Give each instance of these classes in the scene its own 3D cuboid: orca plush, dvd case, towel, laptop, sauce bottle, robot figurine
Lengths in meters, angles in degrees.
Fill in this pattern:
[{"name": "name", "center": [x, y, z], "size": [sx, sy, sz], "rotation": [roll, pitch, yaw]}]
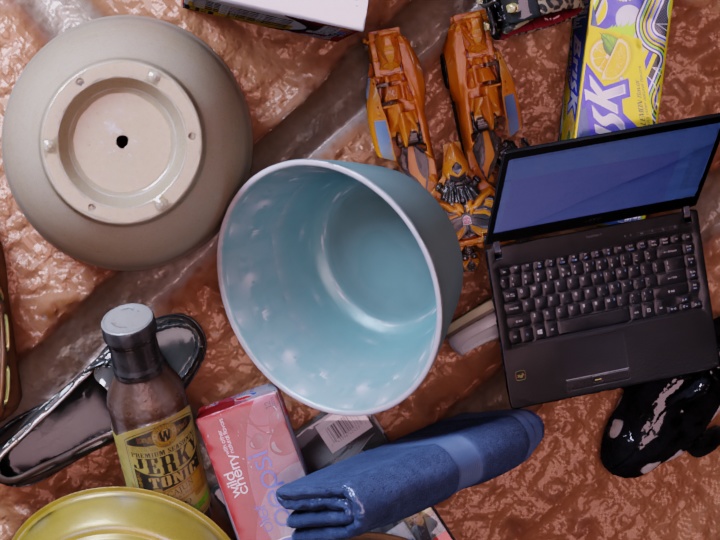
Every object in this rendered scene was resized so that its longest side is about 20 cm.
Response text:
[{"name": "orca plush", "center": [0.279, 0.097, 1.508], "size": [0.199, 0.071, 0.106], "rotation": [-28, 96, -3]}, {"name": "dvd case", "center": [-0.007, 0.219, 1.515], "size": [0.145, 0.022, 0.201], "rotation": [-34, 97, -2]}, {"name": "towel", "center": [0.042, 0.155, 1.427], "size": [0.199, 0.111, 0.049], "rotation": [-18, 93, -37]}, {"name": "laptop", "center": [0.192, -0.004, 1.411], "size": [0.176, 0.103, 0.202], "rotation": [-10, 95, -10]}, {"name": "sauce bottle", "center": [-0.159, 0.118, 1.432], "size": [0.064, 0.065, 0.201], "rotation": [-14, 124, -4]}, {"name": "robot figurine", "center": [0.068, -0.097, 1.483], "size": [0.144, 0.058, 0.202], "rotation": [-12, 94, -3]}]

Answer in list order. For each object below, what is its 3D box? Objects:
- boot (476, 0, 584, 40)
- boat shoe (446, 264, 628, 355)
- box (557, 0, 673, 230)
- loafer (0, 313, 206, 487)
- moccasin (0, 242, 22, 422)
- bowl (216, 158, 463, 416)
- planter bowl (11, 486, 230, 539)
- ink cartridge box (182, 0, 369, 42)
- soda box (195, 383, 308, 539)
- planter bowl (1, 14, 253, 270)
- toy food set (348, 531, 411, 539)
[{"name": "boot", "center": [0.080, -0.253, 1.420], "size": [0.203, 0.073, 0.155], "rotation": [-14, 84, -39]}, {"name": "boat shoe", "center": [0.164, 0.030, 1.492], "size": [0.199, 0.075, 0.069], "rotation": [-23, 90, -4]}, {"name": "box", "center": [0.199, -0.136, 1.490], "size": [0.069, 0.064, 0.202], "rotation": [7, 94, -5]}, {"name": "loafer", "center": [-0.204, 0.108, 1.469], "size": [0.199, 0.063, 0.072], "rotation": [-36, 96, -2]}, {"name": "moccasin", "center": [-0.309, 0.022, 1.446], "size": [0.073, 0.078, 0.203], "rotation": [-7, 94, -5]}, {"name": "bowl", "center": [0.000, 0.000, 1.436], "size": [0.199, 0.105, 0.203], "rotation": [12, 113, 30]}, {"name": "planter bowl", "center": [-0.184, 0.272, 1.434], "size": [0.198, 0.084, 0.202], "rotation": [0, 117, 1]}, {"name": "ink cartridge box", "center": [-0.083, -0.230, 1.390], "size": [0.174, 0.200, 0.085], "rotation": [12, 93, -6]}, {"name": "soda box", "center": [-0.065, 0.194, 1.466], "size": [0.069, 0.063, 0.202], "rotation": [-19, 93, -2]}, {"name": "planter bowl", "center": [-0.179, -0.096, 1.423], "size": [0.198, 0.135, 0.202], "rotation": [0, 94, -4]}, {"name": "toy food set", "center": [-0.001, 0.291, 1.376], "size": [0.199, 0.049, 0.199], "rotation": [-21, 63, 0]}]
